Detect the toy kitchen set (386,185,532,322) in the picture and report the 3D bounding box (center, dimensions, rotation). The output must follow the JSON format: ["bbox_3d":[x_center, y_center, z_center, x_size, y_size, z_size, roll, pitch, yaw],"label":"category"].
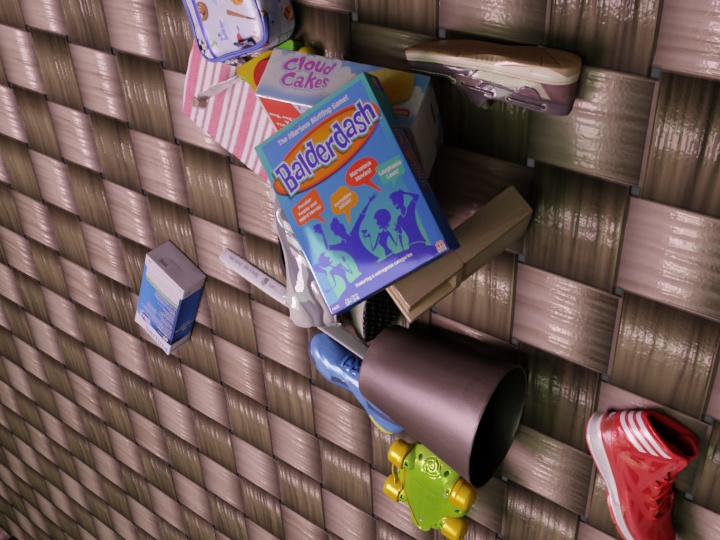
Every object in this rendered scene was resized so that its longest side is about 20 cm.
[{"bbox_3d":[0.067,-0.066,0.968,0.201,0.179,0.163,53,174,15],"label":"toy kitchen set"}]

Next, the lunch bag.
[{"bbox_3d":[-0.171,-0.364,1.021,0.158,0.075,0.204,1,114,42],"label":"lunch bag"}]

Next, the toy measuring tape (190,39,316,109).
[{"bbox_3d":[-0.137,-0.233,1.059,0.197,0.074,0.075,-21,104,26],"label":"toy measuring tape"}]

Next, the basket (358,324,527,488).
[{"bbox_3d":[0.104,0.167,1.093,0.198,0.135,0.184,25,125,33],"label":"basket"}]

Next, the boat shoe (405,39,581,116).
[{"bbox_3d":[0.134,-0.202,0.852,0.197,0.072,0.066,15,123,29],"label":"boat shoe"}]

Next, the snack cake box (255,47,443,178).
[{"bbox_3d":[-0.010,-0.180,0.937,0.196,0.068,0.115,15,163,19],"label":"snack cake box"}]

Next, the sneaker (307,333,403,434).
[{"bbox_3d":[0.007,0.160,1.221,0.200,0.066,0.079,44,147,3],"label":"sneaker"}]

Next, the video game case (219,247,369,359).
[{"bbox_3d":[-0.090,0.050,1.158,0.181,0.024,0.199,30,172,47],"label":"video game case"}]

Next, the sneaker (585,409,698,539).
[{"bbox_3d":[0.354,0.257,0.958,0.115,0.078,0.203,-19,105,49],"label":"sneaker"}]

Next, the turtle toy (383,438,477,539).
[{"bbox_3d":[0.116,0.322,1.208,0.144,0.101,0.203,28,134,26],"label":"turtle toy"}]

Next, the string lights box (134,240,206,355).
[{"bbox_3d":[-0.356,0.054,1.498,0.102,0.059,0.201,41,138,14],"label":"string lights box"}]

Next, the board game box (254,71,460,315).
[{"bbox_3d":[-0.006,-0.078,0.850,0.150,0.045,0.203,-30,82,22],"label":"board game box"}]

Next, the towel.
[{"bbox_3d":[-0.172,-0.234,1.153,0.199,0.030,0.147,40,137,12],"label":"towel"}]

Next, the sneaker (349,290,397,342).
[{"bbox_3d":[0.000,0.000,1.131,0.093,0.069,0.204,32,137,43],"label":"sneaker"}]

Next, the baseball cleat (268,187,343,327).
[{"bbox_3d":[-0.052,-0.030,0.984,0.104,0.070,0.205,-1,110,16],"label":"baseball cleat"}]

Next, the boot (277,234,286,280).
[{"bbox_3d":[-0.064,-0.085,1.056,0.159,0.078,0.214,112,146,-47],"label":"boot"}]
